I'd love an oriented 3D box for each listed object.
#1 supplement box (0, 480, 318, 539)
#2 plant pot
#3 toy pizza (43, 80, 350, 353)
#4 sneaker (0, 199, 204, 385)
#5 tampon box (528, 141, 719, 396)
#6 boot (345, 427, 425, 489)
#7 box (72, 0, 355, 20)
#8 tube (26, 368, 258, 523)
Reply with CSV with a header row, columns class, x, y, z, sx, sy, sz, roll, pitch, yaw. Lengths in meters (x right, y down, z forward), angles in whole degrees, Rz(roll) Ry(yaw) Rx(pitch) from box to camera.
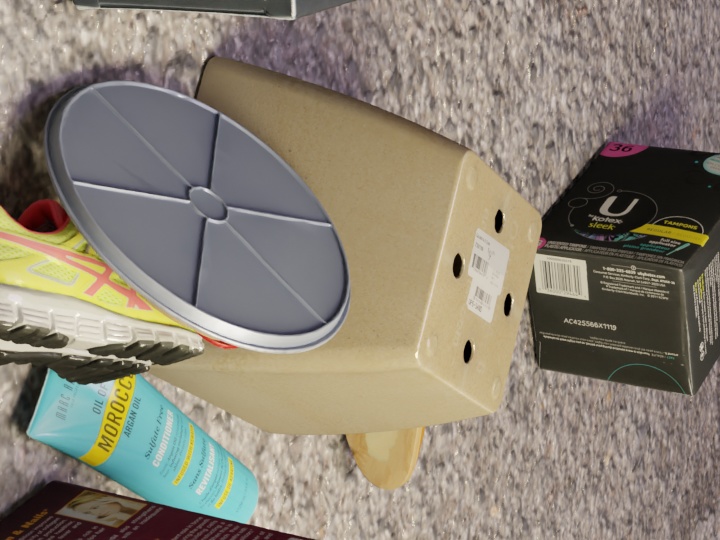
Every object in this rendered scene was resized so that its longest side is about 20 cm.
class,x,y,z,sx,sy,sz,roll,pitch,yaw
supplement box,-0.114,0.189,1.099,0.110,0.199,0.086,-36,129,-53
plant pot,0.000,0.000,1.289,0.200,0.176,0.201,35,67,-59
toy pizza,-0.092,-0.027,1.139,0.032,0.200,0.200,-49,167,30
sneaker,-0.153,0.007,1.108,0.200,0.078,0.091,21,56,-58
tampon box,0.251,-0.008,1.777,0.200,0.149,0.127,-48,137,-47
boot,0.049,0.048,1.499,0.144,0.071,0.202,-15,105,-57
box,-0.052,-0.213,1.170,0.200,0.148,0.108,-30,122,-56
tube,-0.131,0.100,1.217,0.200,0.050,0.078,44,47,-50
